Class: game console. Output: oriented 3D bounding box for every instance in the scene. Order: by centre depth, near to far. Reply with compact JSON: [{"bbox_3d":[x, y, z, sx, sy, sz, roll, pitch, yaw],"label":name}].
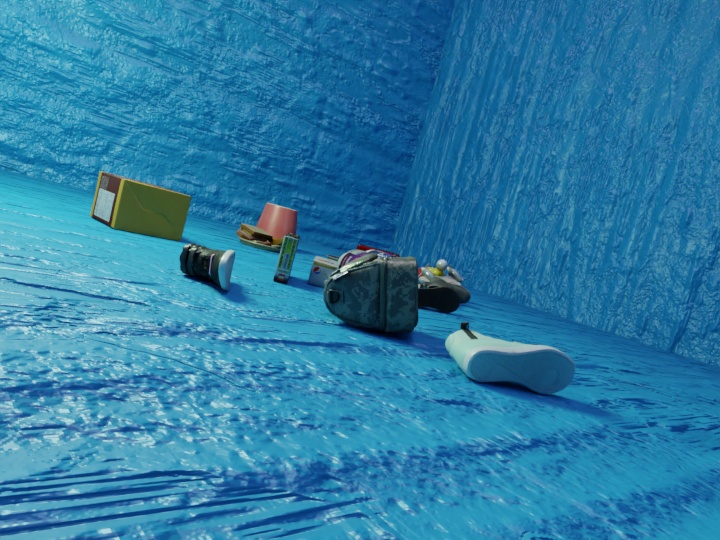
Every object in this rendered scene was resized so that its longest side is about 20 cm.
[{"bbox_3d":[0.061,-0.045,2.432,0.198,0.174,0.119,14,30,-8],"label":"game console"}]

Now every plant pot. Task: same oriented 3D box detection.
[{"bbox_3d":[-0.365,-0.193,2.381,0.198,0.179,0.200,14,4,-1],"label":"plant pot"}]

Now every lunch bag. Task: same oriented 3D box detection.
[{"bbox_3d":[0.023,0.039,1.015,0.166,0.141,0.200,-1,3,4],"label":"lunch bag"}]

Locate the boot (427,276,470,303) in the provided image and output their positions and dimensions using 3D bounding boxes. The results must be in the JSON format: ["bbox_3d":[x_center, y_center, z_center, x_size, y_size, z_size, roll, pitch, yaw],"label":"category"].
[{"bbox_3d":[0.320,0.082,1.952,0.180,0.073,0.200,21,5,2],"label":"boot"}]

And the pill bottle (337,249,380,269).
[{"bbox_3d":[0.000,0.000,1.563,0.110,0.113,0.200,14,4,-21],"label":"pill bottle"}]

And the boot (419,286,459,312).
[{"bbox_3d":[0.207,0.081,1.595,0.198,0.074,0.075,10,-4,-34],"label":"boot"}]

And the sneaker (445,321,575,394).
[{"bbox_3d":[0.232,0.131,0.853,0.198,0.075,0.118,11,11,-18],"label":"sneaker"}]

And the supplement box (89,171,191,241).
[{"bbox_3d":[-0.627,-0.183,1.547,0.196,0.134,0.199,11,6,-45],"label":"supplement box"}]

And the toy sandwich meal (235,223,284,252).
[{"bbox_3d":[-0.389,-0.127,2.135,0.203,0.071,0.205,15,4,-1],"label":"toy sandwich meal"}]

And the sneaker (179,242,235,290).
[{"bbox_3d":[-0.279,-0.010,0.978,0.098,0.072,0.200,12,-1,-14],"label":"sneaker"}]

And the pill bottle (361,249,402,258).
[{"bbox_3d":[0.055,0.000,1.715,0.119,0.121,0.199,11,5,-45],"label":"pill bottle"}]

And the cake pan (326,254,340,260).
[{"bbox_3d":[-0.049,-0.022,2.221,0.198,0.037,0.200,15,4,-1],"label":"cake pan"}]

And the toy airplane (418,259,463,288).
[{"bbox_3d":[0.320,0.029,2.146,0.197,0.143,0.200,11,11,2],"label":"toy airplane"}]

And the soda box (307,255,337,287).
[{"bbox_3d":[-0.101,0.003,1.484,0.067,0.064,0.200,15,5,-4],"label":"soda box"}]

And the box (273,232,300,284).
[{"bbox_3d":[-0.182,-0.034,1.354,0.034,0.111,0.200,15,5,-7],"label":"box"}]
